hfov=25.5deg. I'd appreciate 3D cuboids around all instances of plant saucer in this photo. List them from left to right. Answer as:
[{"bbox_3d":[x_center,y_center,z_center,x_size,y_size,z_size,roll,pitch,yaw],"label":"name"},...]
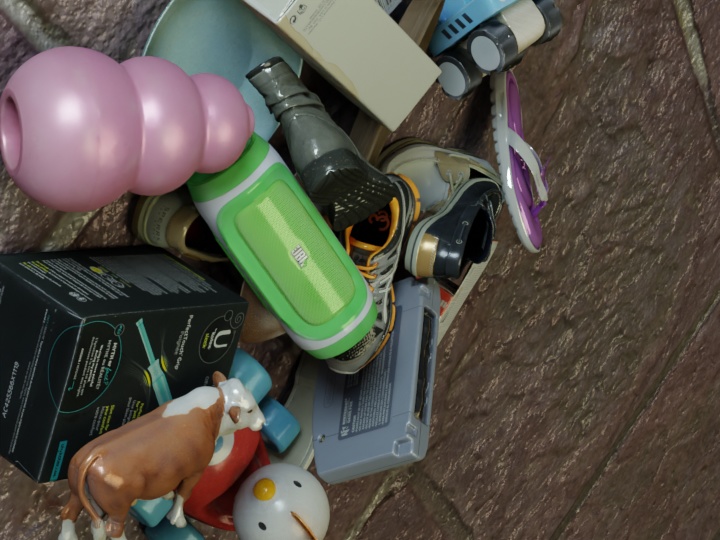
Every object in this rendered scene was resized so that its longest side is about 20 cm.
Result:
[{"bbox_3d":[-0.128,-0.175,1.363,0.200,0.038,0.203,-34,137,-37],"label":"plant saucer"},{"bbox_3d":[-0.056,-0.016,1.512,0.202,0.036,0.201,-61,168,-24],"label":"plant saucer"},{"bbox_3d":[0.029,-0.175,1.509,0.200,0.029,0.202,26,89,-88],"label":"plant saucer"}]

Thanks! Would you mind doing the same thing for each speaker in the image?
[{"bbox_3d":[-0.067,-0.021,1.380,0.088,0.088,0.201,-46,117,-22],"label":"speaker"}]

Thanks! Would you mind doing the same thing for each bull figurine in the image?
[{"bbox_3d":[-0.163,0.157,1.297,0.199,0.065,0.123,-17,129,-48],"label":"bull figurine"}]

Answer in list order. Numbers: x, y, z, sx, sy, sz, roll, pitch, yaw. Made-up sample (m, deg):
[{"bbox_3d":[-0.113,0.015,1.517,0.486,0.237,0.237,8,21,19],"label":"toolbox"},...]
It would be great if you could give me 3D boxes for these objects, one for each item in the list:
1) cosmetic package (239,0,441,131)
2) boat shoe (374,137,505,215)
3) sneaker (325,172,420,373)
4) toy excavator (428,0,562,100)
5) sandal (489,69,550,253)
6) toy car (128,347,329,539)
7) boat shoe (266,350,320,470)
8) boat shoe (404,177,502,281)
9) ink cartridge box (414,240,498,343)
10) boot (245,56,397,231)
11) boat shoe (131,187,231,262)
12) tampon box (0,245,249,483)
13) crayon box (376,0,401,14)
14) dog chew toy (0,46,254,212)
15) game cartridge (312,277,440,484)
[{"bbox_3d":[-0.026,-0.208,1.335,0.073,0.103,0.200,-50,142,2],"label":"cosmetic package"},{"bbox_3d":[0.086,-0.095,1.680,0.199,0.068,0.076,-10,121,-50],"label":"boat shoe"},{"bbox_3d":[0.000,0.000,1.534,0.077,0.077,0.203,12,92,-78],"label":"sneaker"},{"bbox_3d":[0.112,-0.297,1.556,0.100,0.201,0.194,-34,-178,-35],"label":"toy excavator"},{"bbox_3d":[0.178,-0.122,1.717,0.082,0.049,0.206,-12,90,-68],"label":"sandal"},{"bbox_3d":[-0.099,0.212,1.527,0.185,0.199,0.178,-50,144,-18],"label":"toy car"},{"bbox_3d":[-0.051,0.160,1.674,0.063,0.072,0.202,28,85,-54],"label":"boat shoe"},{"bbox_3d":[0.108,-0.039,1.605,0.200,0.062,0.076,-39,140,-59],"label":"boat shoe"},{"bbox_3d":[0.073,0.042,1.729,0.201,0.050,0.109,-60,170,7],"label":"ink cartridge box"},{"bbox_3d":[-0.034,-0.115,1.395,0.067,0.132,0.200,-30,165,4],"label":"boot"},{"bbox_3d":[-0.120,-0.037,1.445,0.199,0.066,0.075,-5,117,-53],"label":"boat shoe"},{"bbox_3d":[-0.217,0.073,1.337,0.199,0.126,0.152,-3,117,-53],"label":"tampon box"},{"bbox_3d":[-0.024,-0.295,1.407,0.126,0.051,0.201,-49,145,-19],"label":"crayon box"},{"bbox_3d":[-0.176,-0.112,1.235,0.198,0.125,0.126,-6,120,-29],"label":"dog chew toy"},{"bbox_3d":[0.013,0.109,1.566,0.041,0.132,0.202,34,48,-35],"label":"game cartridge"}]
